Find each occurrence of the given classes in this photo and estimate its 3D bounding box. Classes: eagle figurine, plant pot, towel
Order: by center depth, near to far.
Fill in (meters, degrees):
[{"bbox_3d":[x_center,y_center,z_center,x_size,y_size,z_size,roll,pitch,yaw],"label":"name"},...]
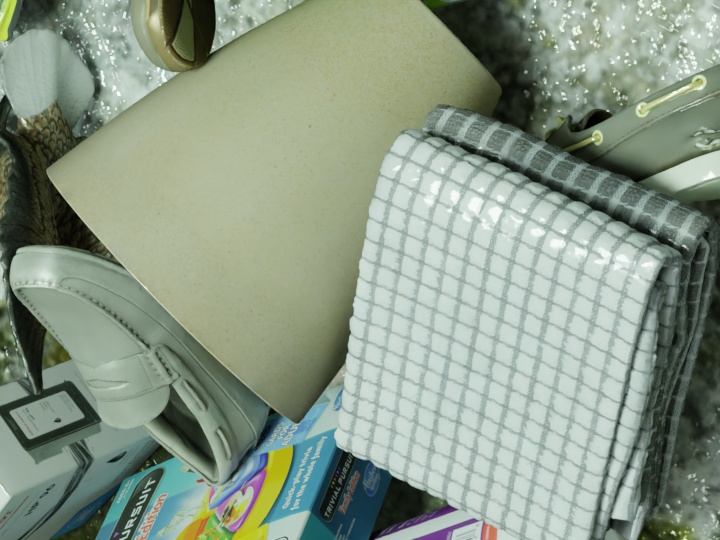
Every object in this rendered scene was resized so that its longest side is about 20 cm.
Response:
[{"bbox_3d":[0.085,0.032,1.411,0.165,0.086,0.200,25,128,24],"label":"towel"},{"bbox_3d":[-0.027,-0.055,1.477,0.200,0.187,0.187,-44,74,1],"label":"plant pot"},{"bbox_3d":[-0.175,-0.022,1.619,0.200,0.152,0.151,41,160,38],"label":"eagle figurine"}]

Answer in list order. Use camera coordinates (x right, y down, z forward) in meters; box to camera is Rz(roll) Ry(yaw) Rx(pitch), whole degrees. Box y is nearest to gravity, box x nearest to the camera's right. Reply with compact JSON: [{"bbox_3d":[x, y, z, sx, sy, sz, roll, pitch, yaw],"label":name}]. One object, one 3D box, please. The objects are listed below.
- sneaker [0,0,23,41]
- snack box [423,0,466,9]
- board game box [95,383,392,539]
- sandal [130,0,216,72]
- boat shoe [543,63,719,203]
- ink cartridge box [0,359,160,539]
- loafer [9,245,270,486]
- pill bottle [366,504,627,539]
[{"bbox_3d":[-0.278,-0.189,1.656,0.200,0.081,0.074,23,93,45],"label":"sneaker"},{"bbox_3d":[0.073,-0.248,1.436,0.142,0.053,0.200,-14,94,38],"label":"snack box"},{"bbox_3d":[-0.077,0.154,1.587,0.200,0.151,0.047,-25,118,36],"label":"board game box"},{"bbox_3d":[-0.106,-0.173,1.497,0.054,0.200,0.080,-17,128,19],"label":"sandal"},{"bbox_3d":[0.129,-0.054,1.437,0.201,0.072,0.060,-18,78,48],"label":"boat shoe"},{"bbox_3d":[-0.212,0.121,1.642,0.068,0.200,0.116,52,125,12],"label":"ink cartridge box"},{"bbox_3d":[-0.120,0.051,1.530,0.070,0.200,0.070,-2,60,41],"label":"loafer"},{"bbox_3d":[0.049,0.186,1.533,0.200,0.112,0.113,-24,89,37],"label":"pill bottle"}]
